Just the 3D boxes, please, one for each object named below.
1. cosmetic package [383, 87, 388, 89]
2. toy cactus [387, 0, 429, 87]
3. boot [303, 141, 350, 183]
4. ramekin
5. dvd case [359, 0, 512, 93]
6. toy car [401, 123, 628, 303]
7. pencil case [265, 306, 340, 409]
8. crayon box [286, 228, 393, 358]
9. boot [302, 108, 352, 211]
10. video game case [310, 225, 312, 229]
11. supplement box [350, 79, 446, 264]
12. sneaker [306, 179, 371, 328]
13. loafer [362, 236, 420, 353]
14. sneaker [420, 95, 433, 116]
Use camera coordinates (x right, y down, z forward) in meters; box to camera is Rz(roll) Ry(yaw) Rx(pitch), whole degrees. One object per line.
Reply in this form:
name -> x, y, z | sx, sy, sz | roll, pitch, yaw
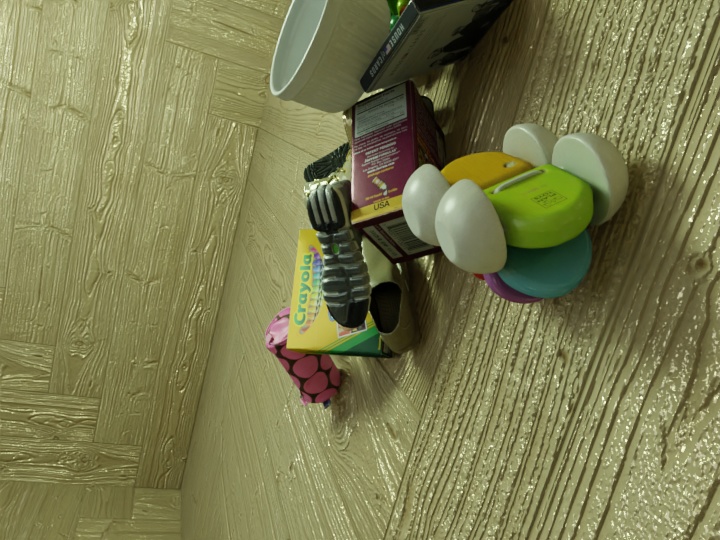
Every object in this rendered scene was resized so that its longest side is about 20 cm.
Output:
cosmetic package -> 0.001, -0.448, 1.035 | 0.167, 0.196, 0.170 | -115, 41, -58
toy cactus -> 0.062, -0.365, 0.900 | 0.100, 0.166, 0.203 | -18, 44, 16
boot -> -0.037, -0.192, 1.176 | 0.200, 0.161, 0.067 | 92, 158, -80
ramekin -> -0.042, -0.323, 0.798 | 0.200, 0.103, 0.204 | -39, 42, 46
dvd case -> 0.104, -0.305, 0.730 | 0.025, 0.198, 0.150 | 58, 149, 5
toy car -> 0.147, -0.043, 0.547 | 0.200, 0.172, 0.153 | -133, 22, -65
pencil case -> -0.107, 0.163, 1.042 | 0.091, 0.093, 0.202 | 49, 168, 52
crayon box -> -0.026, 0.035, 0.926 | 0.169, 0.058, 0.205 | -1, 76, 23
boot -> -0.032, -0.159, 0.921 | 0.073, 0.152, 0.203 | -60, -43, -48
video game case -> -0.095, -0.012, 1.209 | 0.182, 0.021, 0.205 | -63, -19, -82
supplement box -> 0.057, -0.134, 0.790 | 0.101, 0.131, 0.204 | -14, 59, 26
sneaker -> -0.008, -0.031, 0.793 | 0.115, 0.073, 0.205 | -42, -52, -58
loafer -> 0.036, 0.019, 0.832 | 0.075, 0.067, 0.203 | -26, 67, 11
sneaker -> 0.065, -0.267, 0.954 | 0.199, 0.074, 0.081 | 177, 105, -69
